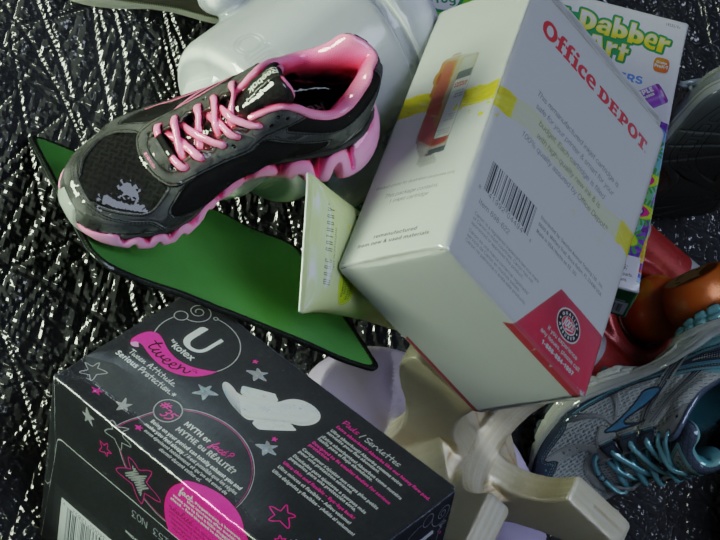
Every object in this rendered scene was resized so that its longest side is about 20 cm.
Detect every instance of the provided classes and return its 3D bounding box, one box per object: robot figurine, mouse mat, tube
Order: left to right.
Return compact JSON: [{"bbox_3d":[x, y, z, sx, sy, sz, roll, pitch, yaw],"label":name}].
[{"bbox_3d":[-0.091,-0.010,1.421,0.199,0.161,0.008,24,107,-31],"label":"mouse mat"},{"bbox_3d":[-0.029,-0.119,1.489,0.200,0.113,0.170,-39,108,-25],"label":"robot figurine"},{"bbox_3d":[0.000,0.000,1.441,0.058,0.052,0.200,52,9,19],"label":"tube"}]

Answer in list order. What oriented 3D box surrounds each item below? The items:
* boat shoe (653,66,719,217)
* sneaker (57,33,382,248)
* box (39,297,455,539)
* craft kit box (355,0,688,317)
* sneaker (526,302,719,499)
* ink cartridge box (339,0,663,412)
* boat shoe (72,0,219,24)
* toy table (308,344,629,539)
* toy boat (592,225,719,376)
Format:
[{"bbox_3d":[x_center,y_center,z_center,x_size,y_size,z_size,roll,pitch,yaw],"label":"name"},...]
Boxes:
[{"bbox_3d":[0.229,-0.096,1.656,0.074,0.202,0.065,-2,71,-4],"label":"boat shoe"},{"bbox_3d":[-0.072,-0.079,1.344,0.199,0.095,0.079,-23,73,-24],"label":"sneaker"},{"bbox_3d":[-0.064,0.131,1.341,0.200,0.133,0.114,36,47,26],"label":"box"},{"bbox_3d":[0.096,-0.089,1.577,0.199,0.049,0.199,13,64,-1],"label":"craft kit box"},{"bbox_3d":[0.188,0.099,1.566,0.078,0.200,0.087,39,22,-32],"label":"sneaker"},{"bbox_3d":[0.087,-0.042,1.436,0.145,0.083,0.201,45,50,-32],"label":"ink cartridge box"},{"bbox_3d":[-0.094,-0.192,1.504,0.201,0.060,0.073,-4,79,-38],"label":"boat shoe"},{"bbox_3d":[0.068,0.117,1.515,0.199,0.117,0.185,32,60,-26],"label":"toy table"},{"bbox_3d":[0.195,0.023,1.628,0.200,0.130,0.131,38,58,-24],"label":"toy boat"}]
